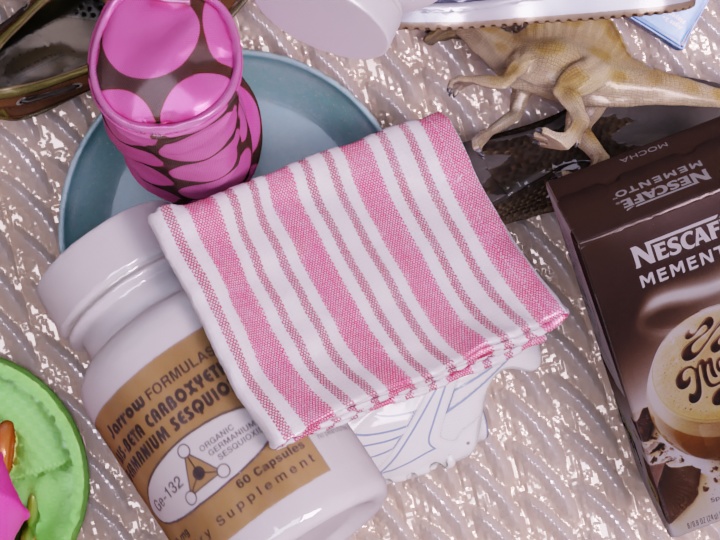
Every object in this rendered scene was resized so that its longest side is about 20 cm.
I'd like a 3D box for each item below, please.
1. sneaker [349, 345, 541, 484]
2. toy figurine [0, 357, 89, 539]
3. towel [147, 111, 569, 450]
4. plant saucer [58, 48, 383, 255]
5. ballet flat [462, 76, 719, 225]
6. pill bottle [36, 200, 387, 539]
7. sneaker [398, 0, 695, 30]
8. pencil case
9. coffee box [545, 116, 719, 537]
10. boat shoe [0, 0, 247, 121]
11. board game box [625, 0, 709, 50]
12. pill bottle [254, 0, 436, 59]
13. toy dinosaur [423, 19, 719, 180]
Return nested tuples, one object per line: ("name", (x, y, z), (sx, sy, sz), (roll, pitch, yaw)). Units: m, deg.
("sneaker", (0.022, 0.087, 1.600), (0.087, 0.075, 0.200), (42, 93, -9))
("toy figurine", (-0.230, 0.152, 1.540), (0.149, 0.184, 0.201), (6, 94, -2))
("towel", (0.000, 0.000, 1.509), (0.199, 0.030, 0.147), (-20, 70, -33))
("plant saucer", (-0.069, -0.023, 1.601), (0.199, 0.036, 0.201), (0, 91, 2))
("ballet flat", (0.123, -0.060, 1.608), (0.199, 0.046, 0.068), (-17, 66, -6))
("pill bottle", (-0.084, 0.068, 1.520), (0.114, 0.114, 0.200), (-35, 77, 1))
("sneaker", (0.081, -0.189, 1.545), (0.199, 0.070, 0.109), (-4, 104, -4))
("pencil case", (-0.095, -0.095, 1.483), (0.090, 0.200, 0.094), (15, 82, 1))
("coffee box", (0.186, 0.031, 1.557), (0.112, 0.080, 0.201), (-21, 119, 1))
("boat shoe", (-0.129, -0.144, 1.580), (0.200, 0.068, 0.072), (-36, 91, 0))
("board game box", (0.166, -0.248, 1.596), (0.151, 0.037, 0.201), (31, 92, -3))
("pill bottle", (0.016, -0.215, 1.480), (0.112, 0.112, 0.201), (24, 71, -3))
("toy dinosaur", (0.122, -0.101, 1.569), (0.199, 0.058, 0.102), (16, 65, 9))
